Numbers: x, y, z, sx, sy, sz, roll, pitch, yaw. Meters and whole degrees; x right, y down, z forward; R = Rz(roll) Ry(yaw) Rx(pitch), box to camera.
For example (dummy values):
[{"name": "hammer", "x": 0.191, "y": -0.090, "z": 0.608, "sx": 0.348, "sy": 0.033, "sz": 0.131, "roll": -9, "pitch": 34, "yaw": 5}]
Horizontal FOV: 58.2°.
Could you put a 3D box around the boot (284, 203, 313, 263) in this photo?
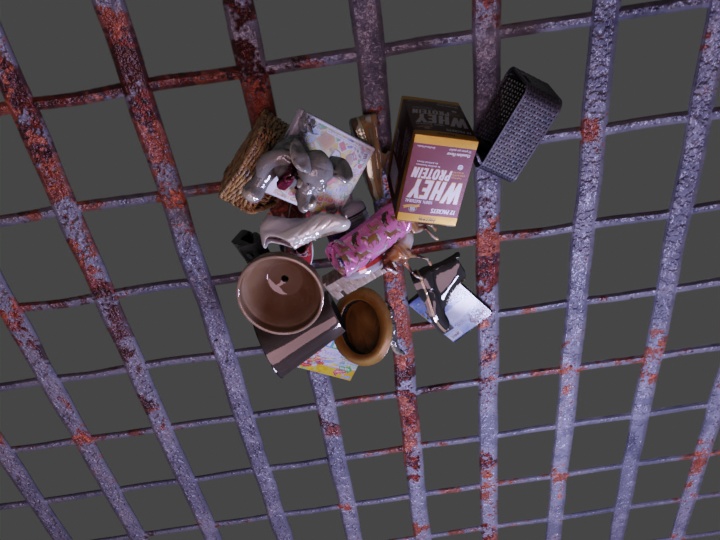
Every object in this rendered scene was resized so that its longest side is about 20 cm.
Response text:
[{"name": "boot", "x": -0.145, "y": -0.047, "z": 1.520, "sx": 0.071, "sy": 0.145, "sz": 0.203, "roll": -1, "pitch": 126, "yaw": -6}]

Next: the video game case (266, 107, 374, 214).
[{"name": "video game case", "x": -0.088, "y": -0.215, "z": 1.352, "sx": 0.198, "sy": 0.023, "sz": 0.184, "roll": 19, "pitch": 108, "yaw": -38}]

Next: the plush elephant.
[{"name": "plush elephant", "x": -0.108, "y": -0.185, "z": 1.242, "sx": 0.163, "sy": 0.155, "sz": 0.202, "roll": 12, "pitch": 113, "yaw": -34}]

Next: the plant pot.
[{"name": "plant pot", "x": -0.179, "y": 0.039, "z": 1.486, "sx": 0.197, "sy": 0.093, "sz": 0.204, "roll": 1, "pitch": 116, "yaw": 2}]

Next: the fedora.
[{"name": "fedora", "x": 0.017, "y": 0.145, "z": 1.678, "sx": 0.200, "sy": 0.202, "sz": 0.081, "roll": -43, "pitch": 155, "yaw": 23}]

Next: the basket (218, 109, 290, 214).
[{"name": "basket", "x": -0.197, "y": -0.213, "z": 1.398, "sx": 0.148, "sy": 0.144, "sz": 0.200, "roll": 30, "pitch": 118, "yaw": -23}]

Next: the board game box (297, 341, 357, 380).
[{"name": "board game box", "x": -0.095, "y": 0.223, "z": 1.783, "sx": 0.197, "sy": 0.034, "sz": 0.136, "roll": 16, "pitch": 122, "yaw": -16}]

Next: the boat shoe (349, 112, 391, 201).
[{"name": "boat shoe", "x": 0.035, "y": -0.251, "z": 1.442, "sx": 0.075, "sy": 0.072, "sz": 0.202, "roll": -19, "pitch": 125, "yaw": -6}]

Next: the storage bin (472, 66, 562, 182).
[{"name": "storage bin", "x": 0.324, "y": -0.310, "z": 1.381, "sx": 0.092, "sy": 0.136, "sz": 0.202, "roll": 18, "pitch": 122, "yaw": -17}]

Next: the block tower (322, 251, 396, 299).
[{"name": "block tower", "x": 0.000, "y": 0.000, "z": 1.622, "sx": 0.198, "sy": 0.054, "sz": 0.058, "roll": -31, "pitch": 123, "yaw": 17}]

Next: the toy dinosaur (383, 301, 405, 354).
[{"name": "toy dinosaur", "x": 0.066, "y": 0.178, "z": 1.761, "sx": 0.087, "sy": 0.048, "sz": 0.202, "roll": -17, "pitch": 128, "yaw": -1}]

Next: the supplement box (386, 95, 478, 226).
[{"name": "supplement box", "x": 0.145, "y": -0.235, "z": 1.379, "sx": 0.130, "sy": 0.201, "sz": 0.200, "roll": 5, "pitch": 125, "yaw": -9}]

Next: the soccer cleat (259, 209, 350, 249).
[{"name": "soccer cleat", "x": -0.119, "y": -0.082, "z": 1.390, "sx": 0.196, "sy": 0.079, "sz": 0.070, "roll": -2, "pitch": 157, "yaw": 4}]

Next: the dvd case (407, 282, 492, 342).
[{"name": "dvd case", "x": 0.243, "y": 0.099, "z": 1.736, "sx": 0.142, "sy": 0.018, "sz": 0.199, "roll": -40, "pitch": 118, "yaw": 21}]

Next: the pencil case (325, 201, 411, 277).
[{"name": "pencil case", "x": 0.020, "y": -0.071, "z": 1.421, "sx": 0.199, "sy": 0.083, "sz": 0.087, "roll": -35, "pitch": 166, "yaw": -15}]

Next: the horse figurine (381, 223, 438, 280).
[{"name": "horse figurine", "x": 0.123, "y": -0.072, "z": 1.541, "sx": 0.131, "sy": 0.050, "sz": 0.203, "roll": 23, "pitch": 78, "yaw": -26}]

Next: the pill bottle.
[{"name": "pill bottle", "x": -0.024, "y": -0.089, "z": 1.504, "sx": 0.111, "sy": 0.113, "sz": 0.203, "roll": -19, "pitch": 106, "yaw": 9}]

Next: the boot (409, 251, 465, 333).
[{"name": "boot", "x": 0.225, "y": 0.061, "z": 1.656, "sx": 0.137, "sy": 0.078, "sz": 0.201, "roll": -25, "pitch": 123, "yaw": 7}]

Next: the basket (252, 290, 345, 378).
[{"name": "basket", "x": -0.148, "y": 0.144, "z": 1.627, "sx": 0.198, "sy": 0.136, "sz": 0.182, "roll": -27, "pitch": 86, "yaw": 3}]

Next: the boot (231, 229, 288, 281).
[{"name": "boot", "x": -0.205, "y": -0.006, "z": 1.560, "sx": 0.163, "sy": 0.066, "sz": 0.202, "roll": 1, "pitch": 130, "yaw": 33}]
